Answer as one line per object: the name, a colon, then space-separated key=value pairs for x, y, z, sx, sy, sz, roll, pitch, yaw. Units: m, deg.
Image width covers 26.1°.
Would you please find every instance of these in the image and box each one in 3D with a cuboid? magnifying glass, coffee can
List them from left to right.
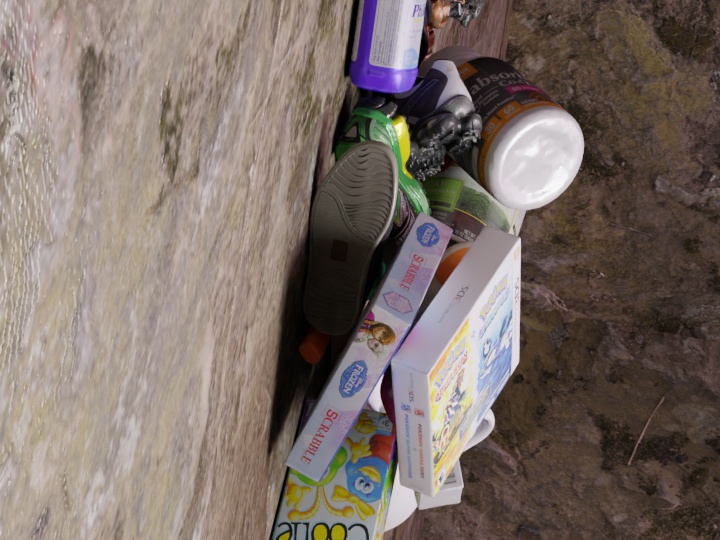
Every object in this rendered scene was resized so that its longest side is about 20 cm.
magnifying glass: x=-0.018 y=0.023 z=1.581 sx=0.080 sy=0.022 sz=0.200 roll=57 pitch=34 yaw=-23
coffee can: x=0.109 y=-0.058 z=1.744 sx=0.147 sy=0.145 sz=0.201 roll=92 pitch=16 yaw=-48

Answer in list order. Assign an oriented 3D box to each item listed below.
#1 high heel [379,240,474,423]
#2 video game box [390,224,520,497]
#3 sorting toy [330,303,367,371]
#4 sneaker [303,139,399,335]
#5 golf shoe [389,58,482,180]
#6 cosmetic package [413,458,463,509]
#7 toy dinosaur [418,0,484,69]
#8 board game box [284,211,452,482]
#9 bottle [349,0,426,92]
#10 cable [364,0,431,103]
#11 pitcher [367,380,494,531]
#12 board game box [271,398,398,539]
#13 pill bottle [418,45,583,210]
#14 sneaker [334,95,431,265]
high heel: x=0.076 y=0.063 z=1.591 sx=0.096 sy=0.067 sz=0.201 roll=105 pitch=6 yaw=-55
video game box: x=0.097 y=0.088 z=1.506 sx=0.200 sy=0.047 sz=0.183 roll=-53 pitch=149 yaw=-36
sorting toy: x=0.000 y=0.000 z=1.749 sx=0.186 sy=0.036 sz=0.201 roll=91 pitch=16 yaw=-50
sneaker: x=-0.004 y=-0.047 z=1.487 sx=0.106 sy=0.074 sz=0.201 roll=-60 pitch=169 yaw=-61
golf shoe: x=0.056 y=-0.150 z=1.614 sx=0.200 sy=0.077 sz=0.095 roll=-29 pitch=-113 yaw=52
cosmetic package: x=0.064 y=0.141 z=1.626 sx=0.083 sy=0.050 sz=0.201 roll=80 pitch=-1 yaw=-70
toy dinosaur: x=0.075 y=-0.311 z=1.773 sx=0.136 sy=0.102 sz=0.201 roll=-35 pitch=154 yaw=-59
board game box: x=0.010 y=0.069 z=1.472 sx=0.201 sy=0.041 sz=0.200 roll=-61 pitch=-179 yaw=31
bottle: x=0.034 y=-0.274 z=1.491 sx=0.084 sy=0.065 sz=0.201 roll=-48 pitch=147 yaw=-74
cable: x=0.040 y=-0.246 z=1.635 sx=0.163 sy=0.050 sz=0.201 roll=-68 pitch=167 yaw=-56
pitcher: x=0.052 y=0.218 z=1.809 sx=0.122 sy=0.170 sz=0.201 roll=-103 pitch=-151 yaw=-45
board game box: x=-0.026 y=0.250 z=1.599 sx=0.105 sy=0.102 sz=0.201 roll=84 pitch=17 yaw=-64
pill bottle: x=0.139 y=-0.157 z=1.645 sx=0.200 sy=0.116 sz=0.117 roll=49 pitch=-39 yaw=49
sneaker: x=0.012 y=-0.076 z=1.567 sx=0.085 sy=0.078 sz=0.201 roll=-53 pitch=142 yaw=-33
